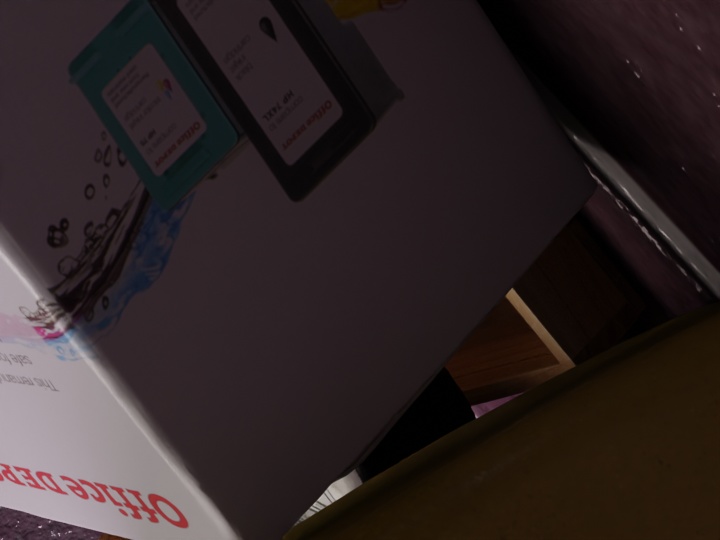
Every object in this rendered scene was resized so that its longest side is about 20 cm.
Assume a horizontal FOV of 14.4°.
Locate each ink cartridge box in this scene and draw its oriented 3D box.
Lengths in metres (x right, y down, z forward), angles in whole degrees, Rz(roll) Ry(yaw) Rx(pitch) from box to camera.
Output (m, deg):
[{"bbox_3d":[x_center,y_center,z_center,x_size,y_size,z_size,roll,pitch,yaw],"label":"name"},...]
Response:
[{"bbox_3d":[-0.072,-0.049,0.729,0.147,0.146,0.200,5,136,55],"label":"ink cartridge box"}]

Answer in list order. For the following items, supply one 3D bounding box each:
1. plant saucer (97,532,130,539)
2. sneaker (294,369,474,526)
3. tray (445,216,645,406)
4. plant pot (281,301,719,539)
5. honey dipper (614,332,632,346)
[{"bbox_3d":[-0.017,0.160,1.092,0.200,0.200,0.037,48,138,4],"label":"plant saucer"},{"bbox_3d":[-0.008,0.051,0.880,0.200,0.076,0.088,32,128,30],"label":"sneaker"},{"bbox_3d":[0.000,0.000,0.911,0.099,0.037,0.200,51,152,-10],"label":"tray"},{"bbox_3d":[0.076,0.111,0.711,0.200,0.176,0.200,48,173,0],"label":"plant pot"},{"bbox_3d":[0.087,0.062,0.974,0.038,0.038,0.200,46,170,23],"label":"honey dipper"}]
